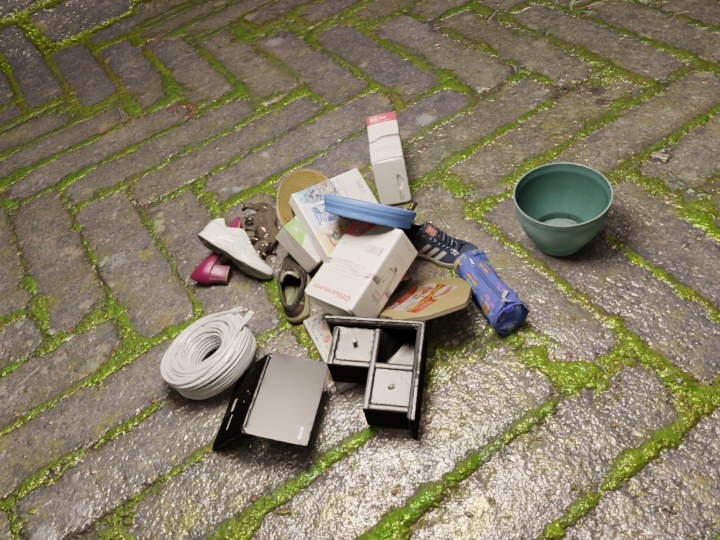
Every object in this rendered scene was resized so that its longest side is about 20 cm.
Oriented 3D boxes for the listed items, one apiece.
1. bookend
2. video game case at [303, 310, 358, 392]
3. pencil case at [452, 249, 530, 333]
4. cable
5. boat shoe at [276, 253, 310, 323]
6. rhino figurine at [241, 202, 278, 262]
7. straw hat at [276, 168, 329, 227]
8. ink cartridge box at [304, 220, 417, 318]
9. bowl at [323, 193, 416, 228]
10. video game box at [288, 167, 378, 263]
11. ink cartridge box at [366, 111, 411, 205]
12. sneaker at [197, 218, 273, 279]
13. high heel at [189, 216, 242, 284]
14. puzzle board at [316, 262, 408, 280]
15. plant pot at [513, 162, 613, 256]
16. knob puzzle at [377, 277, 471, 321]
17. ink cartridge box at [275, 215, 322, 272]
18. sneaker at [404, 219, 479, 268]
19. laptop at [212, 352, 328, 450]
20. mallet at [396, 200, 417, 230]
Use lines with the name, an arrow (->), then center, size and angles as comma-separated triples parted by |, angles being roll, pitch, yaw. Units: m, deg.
bookend -> 0.019, 0.195, 1.187 | 0.198, 0.092, 0.200 | 3, 55, 12
video game case -> -0.003, 0.137, 1.318 | 0.181, 0.023, 0.200 | -26, 46, -10
pencil case -> 0.265, 0.037, 1.297 | 0.078, 0.087, 0.200 | -25, 46, -4
cable -> -0.315, 0.174, 1.316 | 0.199, 0.069, 0.201 | -8, 42, 26
boat shoe -> -0.153, 0.026, 1.430 | 0.071, 0.066, 0.202 | -13, 46, 3
rhino figurine -> -0.247, -0.096, 1.574 | 0.087, 0.060, 0.201 | -9, 49, -5
straw hat -> -0.141, -0.143, 1.565 | 0.085, 0.201, 0.202 | -27, 24, 55
ink cartridge box -> 0.001, 0.004, 1.305 | 0.146, 0.083, 0.201 | 19, 68, 43
bowl -> 0.018, -0.124, 1.335 | 0.199, 0.040, 0.201 | 12, 7, -2
video game box -> -0.037, -0.114, 1.436 | 0.181, 0.047, 0.201 | -25, 79, -28
ink cartridge box -> 0.071, -0.283, 1.603 | 0.084, 0.146, 0.201 | -12, 45, 5
sneaker -> -0.282, -0.054, 1.488 | 0.200, 0.070, 0.080 | 35, 67, 1
high heel -> -0.351, -0.056, 1.554 | 0.095, 0.068, 0.201 | 5, 52, 5
puzzle board -> 0.000, 0.000, 1.435 | 0.198, 0.017, 0.151 | -14, 35, 1
plant pot -> 0.433, -0.118, 1.363 | 0.199, 0.135, 0.201 | -8, 47, 8
knob puzzle -> 0.141, 0.068, 1.278 | 0.218, 0.031, 0.220 | -16, 16, 5
ink cartridge box -> -0.087, -0.104, 1.485 | 0.117, 0.067, 0.200 | 46, 56, -2
sneaker -> 0.171, -0.067, 1.419 | 0.199, 0.085, 0.075 | 13, 52, 25
laptop -> -0.173, 0.261, 1.216 | 0.200, 0.103, 0.178 | -36, 28, 43
mallet -> 0.084, -0.068, 1.392 | 0.066, 0.041, 0.201 | 22, 73, 40
